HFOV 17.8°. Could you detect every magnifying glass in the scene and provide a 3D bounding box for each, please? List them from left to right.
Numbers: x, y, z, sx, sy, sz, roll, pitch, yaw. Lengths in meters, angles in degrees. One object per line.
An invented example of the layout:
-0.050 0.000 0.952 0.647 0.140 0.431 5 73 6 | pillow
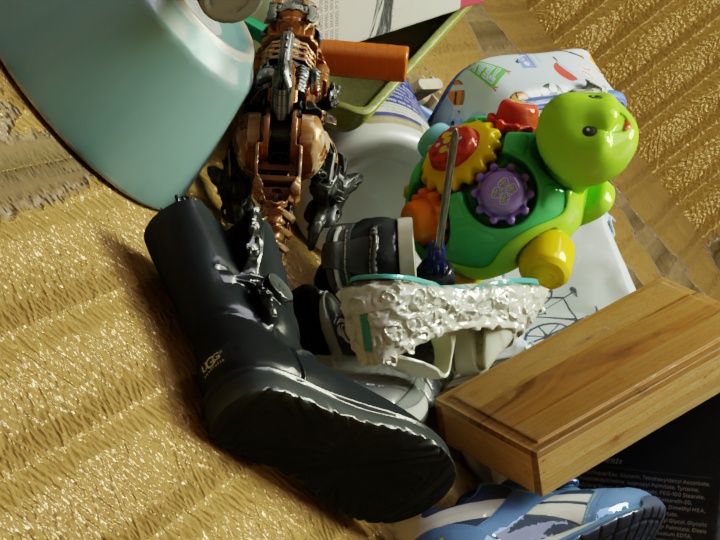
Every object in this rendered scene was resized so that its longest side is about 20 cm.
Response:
-0.067 -0.150 1.577 0.022 0.200 0.080 -76 171 -68 | magnifying glass

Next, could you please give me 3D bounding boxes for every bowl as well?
-0.143 -0.149 1.464 0.201 0.105 0.201 48 14 -16 | bowl

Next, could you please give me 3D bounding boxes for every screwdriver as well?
0.050 -0.029 1.509 0.029 0.028 0.200 37 -31 28 | screwdriver

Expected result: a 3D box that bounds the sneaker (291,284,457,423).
0.001 0.048 1.508 0.116 0.075 0.200 49 15 -4 | sneaker

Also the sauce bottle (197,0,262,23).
-0.098 -0.221 1.439 0.065 0.065 0.200 41 18 -38 | sauce bottle

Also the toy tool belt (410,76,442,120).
0.052 -0.095 1.903 0.125 0.123 0.200 60 16 26 | toy tool belt

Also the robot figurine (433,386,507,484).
0.120 0.088 1.698 0.169 0.113 0.200 17 27 -16 | robot figurine

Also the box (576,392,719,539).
0.218 0.174 1.592 0.200 0.124 0.197 18 76 -65 | box

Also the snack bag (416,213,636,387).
0.105 0.019 1.684 0.189 0.200 0.021 -102 179 -60 | snack bag

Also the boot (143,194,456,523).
-0.035 0.049 1.369 0.200 0.076 0.168 28 30 -41 | boot

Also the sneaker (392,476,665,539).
0.107 0.163 1.435 0.200 0.074 0.082 -8 39 -38 | sneaker

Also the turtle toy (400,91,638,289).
0.107 -0.063 1.588 0.101 0.200 0.146 49 37 -34 | turtle toy

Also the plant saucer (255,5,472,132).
-0.038 -0.175 1.688 0.200 0.048 0.200 20 43 20 | plant saucer

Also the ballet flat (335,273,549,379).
0.053 0.038 1.477 0.200 0.072 0.072 2 50 -52 | ballet flat

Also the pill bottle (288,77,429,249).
-0.015 -0.114 1.747 0.120 0.120 0.200 41 19 -39 | pill bottle

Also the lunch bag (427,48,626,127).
0.117 -0.086 1.796 0.160 0.200 0.076 -7 51 -40 | lunch bag

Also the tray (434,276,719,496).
0.156 0.070 1.476 0.099 0.200 0.037 26 -45 48 | tray

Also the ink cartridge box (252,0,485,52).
-0.011 -0.240 1.663 0.145 0.200 0.084 48 -32 41 | ink cartridge box

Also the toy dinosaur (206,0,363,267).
-0.057 -0.081 1.509 0.102 0.200 0.136 23 -26 9 | toy dinosaur

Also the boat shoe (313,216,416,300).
0.000 0.000 1.588 0.200 0.068 0.072 107 -25 -82 | boat shoe
